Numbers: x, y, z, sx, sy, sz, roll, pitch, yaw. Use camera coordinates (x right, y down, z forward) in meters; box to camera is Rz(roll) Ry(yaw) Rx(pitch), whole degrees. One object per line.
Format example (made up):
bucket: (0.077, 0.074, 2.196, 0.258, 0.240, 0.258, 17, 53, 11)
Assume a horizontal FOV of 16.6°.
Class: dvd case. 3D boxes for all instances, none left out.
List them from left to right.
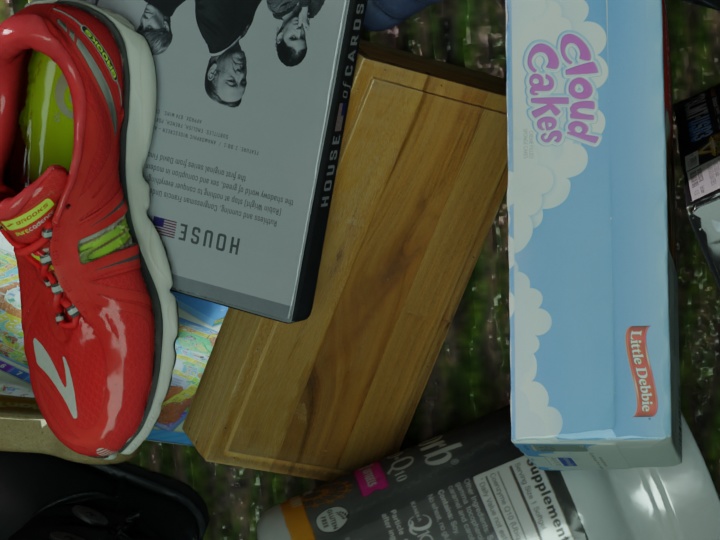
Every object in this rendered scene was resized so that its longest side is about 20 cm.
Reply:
dvd case: (-0.073, -0.092, 1.089, 0.149, 0.025, 0.202, 15, 101, 24)

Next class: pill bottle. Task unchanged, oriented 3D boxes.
pill bottle: (0.062, 0.127, 1.131, 0.199, 0.116, 0.117, -23, 102, -2)

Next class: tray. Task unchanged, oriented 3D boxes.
tray: (0.000, 0.000, 1.130, 0.098, 0.037, 0.201, 12, 110, -30)

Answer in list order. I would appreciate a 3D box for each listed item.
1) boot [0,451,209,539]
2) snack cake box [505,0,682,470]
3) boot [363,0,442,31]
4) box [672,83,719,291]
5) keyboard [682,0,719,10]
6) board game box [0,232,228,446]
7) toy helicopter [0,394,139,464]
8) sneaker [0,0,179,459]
boot: (-0.161, 0.133, 1.122, 0.163, 0.200, 0.066, 9, 106, 3)
snack cake box: (0.099, -0.021, 1.039, 0.067, 0.115, 0.202, -2, 80, 10)
boot: (-0.005, -0.207, 1.083, 0.090, 0.073, 0.201, -25, 91, 31)
box: (0.194, 0.028, 1.057, 0.049, 0.199, 0.201, -23, 102, 13)
keyboard: (0.176, -0.199, 1.002, 0.104, 0.040, 0.201, 23, 97, -33)
board game box: (-0.146, 0.006, 1.172, 0.198, 0.034, 0.136, 7, 106, 4)
toy helicopter: (-0.197, 0.067, 1.111, 0.198, 0.132, 0.080, 5, 102, -8)
sneaker: (-0.133, -0.016, 1.062, 0.076, 0.085, 0.202, -6, 91, 27)
